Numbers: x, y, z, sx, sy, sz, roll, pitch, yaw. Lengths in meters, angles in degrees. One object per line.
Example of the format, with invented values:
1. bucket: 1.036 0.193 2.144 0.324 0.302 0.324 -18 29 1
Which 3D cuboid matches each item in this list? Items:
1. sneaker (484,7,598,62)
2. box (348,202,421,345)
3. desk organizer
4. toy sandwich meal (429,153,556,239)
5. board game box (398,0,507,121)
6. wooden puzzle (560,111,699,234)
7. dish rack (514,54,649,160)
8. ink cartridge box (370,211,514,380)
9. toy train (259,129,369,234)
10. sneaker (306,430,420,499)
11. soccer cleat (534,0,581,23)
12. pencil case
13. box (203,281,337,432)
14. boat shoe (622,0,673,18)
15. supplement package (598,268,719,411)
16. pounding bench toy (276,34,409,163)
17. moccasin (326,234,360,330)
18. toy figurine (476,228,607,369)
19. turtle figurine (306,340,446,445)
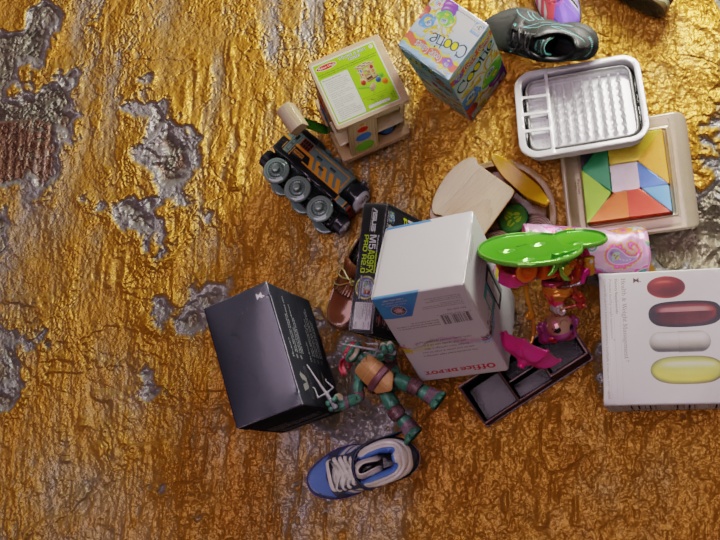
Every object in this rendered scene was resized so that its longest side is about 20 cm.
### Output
1. sneaker: 0.277 -0.373 1.692 0.198 0.079 0.076 12 116 26
2. box: 0.048 0.009 1.664 0.044 0.160 0.202 3 80 30
3. desk organizer: 0.252 0.156 1.623 0.199 0.077 0.072 -34 73 8
4. toy sandwich meal: 0.211 -0.094 1.682 0.203 0.070 0.208 -3 80 16
5. board game box: 0.149 -0.333 1.674 0.105 0.200 0.103 38 92 18
6. wooden puzzle: 0.414 -0.145 1.650 0.198 0.037 0.187 -7 78 15
7. dish rack: 0.346 -0.248 1.665 0.198 0.044 0.173 -9 57 15
8. ink cartridge box: 0.129 0.043 1.583 0.145 0.201 0.147 -10 44 24
9. toy train: -0.077 -0.150 1.775 0.200 0.085 0.114 41 84 18
10. sneaker: -0.010 0.304 1.637 0.198 0.146 0.081 -16 76 13
11. soccer cleat: 0.305 -0.479 1.720 0.068 0.073 0.202 -17 77 12
12. pencil case: 0.336 -0.027 1.608 0.198 0.087 0.089 1 80 3
13. box: -0.135 0.142 1.675 0.116 0.200 0.199 -21 75 12
14. boat shoe: 0.418 -0.478 1.696 0.200 0.073 0.065 39 81 15
15. supplement package: 0.453 0.104 1.537 0.198 0.147 0.194 -4 79 16
16. pounding bench toy: -0.033 -0.256 1.722 0.198 0.156 0.125 -24 73 -5
17. moccasin: 0.001 0.001 1.723 0.073 0.078 0.203 31 90 19
18. toy figurine: 0.267 0.048 1.532 0.198 0.150 0.186 -12 109 -23
19. turtle figurine: 0.025 0.162 1.606 0.199 0.101 0.150 37 118 12
